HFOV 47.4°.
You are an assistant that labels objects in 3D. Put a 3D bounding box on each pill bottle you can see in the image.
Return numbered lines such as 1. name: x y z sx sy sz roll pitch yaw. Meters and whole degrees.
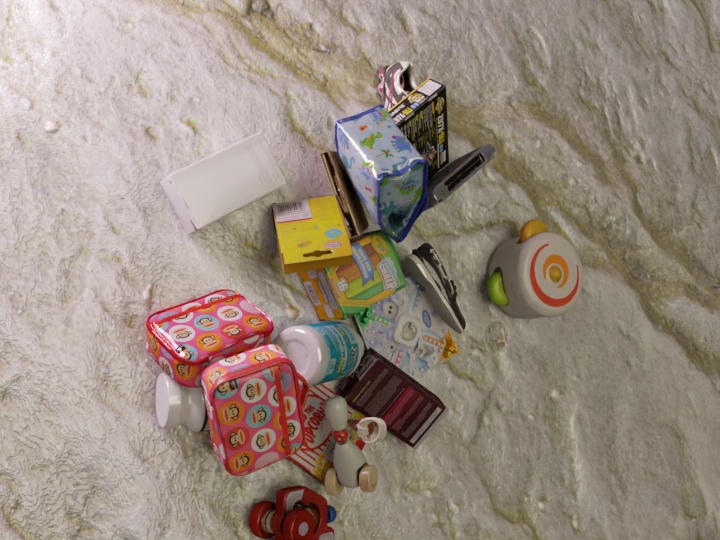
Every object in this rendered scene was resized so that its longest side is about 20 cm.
1. pill bottle: -0.069 0.151 1.520 0.200 0.110 0.112 -3 86 -62
2. pill bottle: -0.252 0.223 1.449 0.199 0.116 0.117 1 85 -28

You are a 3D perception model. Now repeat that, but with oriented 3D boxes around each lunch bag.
1. lunch bag: 0.039 -0.170 1.509 0.127 0.201 0.170 -21 55 -17
2. lunch bag: -0.167 0.229 1.374 0.175 0.082 0.201 -18 119 -23
3. lunch bag: -0.269 0.109 1.432 0.199 0.176 0.082 -21 134 -39

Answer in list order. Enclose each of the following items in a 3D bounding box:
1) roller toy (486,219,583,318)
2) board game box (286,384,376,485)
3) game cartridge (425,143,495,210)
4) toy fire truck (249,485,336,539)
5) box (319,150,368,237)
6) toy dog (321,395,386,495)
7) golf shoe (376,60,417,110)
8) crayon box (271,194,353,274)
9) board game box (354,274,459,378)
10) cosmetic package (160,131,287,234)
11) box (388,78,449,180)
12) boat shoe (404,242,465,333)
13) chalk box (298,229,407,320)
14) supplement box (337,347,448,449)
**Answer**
1. roller toy: 0.386 0.010 1.787 0.182 0.140 0.201 33 71 -22
2. board game box: -0.087 0.303 1.566 0.200 0.046 0.152 38 70 -19
3. game cartridge: 0.180 -0.186 1.699 0.200 0.133 0.042 -41 104 -29
4. toy fire truck: -0.110 0.500 1.516 0.167 0.112 0.202 8 82 -51
5. box: -0.027 -0.148 1.564 0.021 0.200 0.164 -20 96 7
6. toy dog: -0.017 0.320 1.518 0.131 0.096 0.201 15 111 11
7. golf shoe: 0.084 -0.330 1.689 0.077 0.088 0.201 -10 93 -29
8. crayon box: -0.090 -0.060 1.502 0.126 0.200 0.051 -8 126 -7
9. board game box: 0.099 0.124 1.678 0.199 0.026 0.201 -28 106 -27
10. cosmetic package: -0.250 -0.160 1.504 0.199 0.081 0.113 -29 99 -25
11. box: 0.111 -0.257 1.651 0.160 0.049 0.201 -44 146 -28
12. boat shoe: 0.164 0.037 1.659 0.060 0.074 0.201 -39 102 -18
13. chalk box: 0.000 0.000 1.595 0.199 0.124 0.125 -29 100 -27
14. supplement box: 0.065 0.254 1.617 0.200 0.061 0.109 38 94 -24
